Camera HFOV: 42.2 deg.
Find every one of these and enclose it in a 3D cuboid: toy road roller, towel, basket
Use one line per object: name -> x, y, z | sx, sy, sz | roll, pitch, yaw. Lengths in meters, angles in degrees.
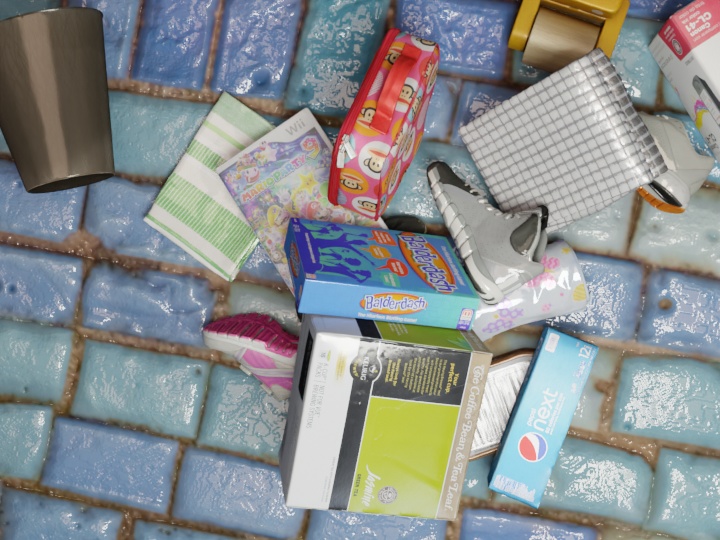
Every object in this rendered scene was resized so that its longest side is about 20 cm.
toy road roller -> 0.261, -0.337, 1.099 | 0.122, 0.146, 0.201 | 20, 92, 6
towel -> -0.171, -0.107, 1.207 | 0.152, 0.023, 0.201 | 34, 93, 6
towel -> 0.236, -0.142, 1.094 | 0.200, 0.085, 0.166 | -27, 94, 46
basket -> -0.388, -0.208, 1.181 | 0.179, 0.136, 0.201 | -14, 92, 10

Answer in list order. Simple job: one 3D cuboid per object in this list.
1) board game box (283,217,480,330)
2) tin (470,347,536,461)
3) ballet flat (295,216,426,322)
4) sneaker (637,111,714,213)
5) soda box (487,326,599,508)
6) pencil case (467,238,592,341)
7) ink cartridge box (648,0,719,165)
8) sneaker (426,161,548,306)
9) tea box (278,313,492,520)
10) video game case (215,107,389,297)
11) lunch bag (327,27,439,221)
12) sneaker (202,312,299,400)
board game box -> 0.020, 0.002, 1.065 | 0.199, 0.152, 0.045 | 7, 117, -16
tin -> 0.167, 0.167, 1.161 | 0.199, 0.042, 0.113 | -21, 83, 6
ballet flat -> 0.000, 0.000, 1.182 | 0.200, 0.057, 0.067 | -37, 61, 0
sneaker -> 0.340, -0.165, 1.134 | 0.200, 0.076, 0.092 | 45, 81, 2
soda box -> 0.213, 0.171, 1.103 | 0.064, 0.068, 0.201 | 21, 91, 6
pencil case -> 0.177, 0.034, 1.136 | 0.199, 0.083, 0.091 | -21, 70, 5
ink cartridge box -> 0.429, -0.214, 1.079 | 0.085, 0.148, 0.201 | -29, 86, 5
sneaker -> 0.160, -0.063, 1.104 | 0.115, 0.075, 0.201 | -27, 63, 10
tea box -> 0.022, 0.152, 1.043 | 0.195, 0.134, 0.201 | 9, 104, -10
video game case -> -0.072, -0.084, 1.165 | 0.143, 0.018, 0.201 | -34, 79, 1
lunch bag -> 0.030, -0.174, 1.086 | 0.081, 0.176, 0.201 | 22, 66, 5
sneaker -> -0.111, 0.117, 1.168 | 0.199, 0.081, 0.089 | 17, 112, 19
